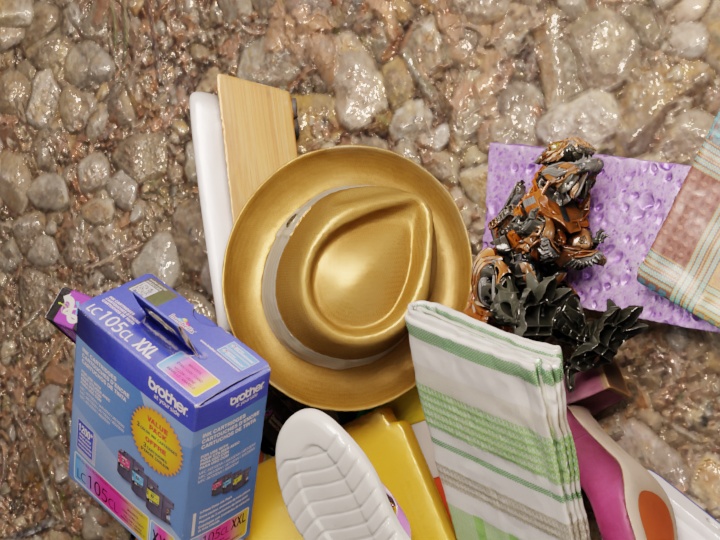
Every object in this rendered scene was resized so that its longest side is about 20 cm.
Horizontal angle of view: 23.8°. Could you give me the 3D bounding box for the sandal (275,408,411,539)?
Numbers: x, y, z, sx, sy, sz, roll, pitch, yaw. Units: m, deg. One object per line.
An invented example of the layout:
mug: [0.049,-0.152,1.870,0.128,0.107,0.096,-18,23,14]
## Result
sandal: [0.007,0.189,1.243,0.082,0.050,0.203,-33,89,30]

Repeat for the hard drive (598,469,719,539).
hard drive: [0.202,0.261,1.203,0.132,0.025,0.201,38,112,29]

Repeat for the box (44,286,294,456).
box: [-0.142,0.086,1.374,0.199,0.143,0.036,19,71,33]

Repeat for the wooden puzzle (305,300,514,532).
wooden puzzle: [0.050,0.135,1.301,0.199,0.037,0.186,-22,78,33]

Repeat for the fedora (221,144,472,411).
fedora: [0.000,0.000,1.221,0.082,0.199,0.202,154,107,-72]

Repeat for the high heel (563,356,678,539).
high heel: [0.156,0.154,1.182,0.096,0.067,0.201,-33,47,27]

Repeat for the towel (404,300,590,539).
towel: [0.099,0.124,1.168,0.149,0.031,0.201,22,133,51]

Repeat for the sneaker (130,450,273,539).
sneaker: [-0.157,0.188,1.400,0.090,0.070,0.200,38,125,-15]

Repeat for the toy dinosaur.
toy dinosaur: [0.122,0.011,1.193,0.136,0.102,0.201,-129,40,-51]

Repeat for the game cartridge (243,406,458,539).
game cartridge: [-0.024,0.219,1.291,0.199,0.032,0.177,-26,78,16]

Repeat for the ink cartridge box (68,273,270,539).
ink cartridge box: [-0.141,0.098,1.241,0.136,0.076,0.201,35,131,30]

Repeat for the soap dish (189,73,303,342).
soap dish: [-0.079,-0.043,1.323,0.081,0.157,0.201,-7,86,-2]

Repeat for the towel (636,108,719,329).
towel: [0.294,-0.009,1.111,0.199,0.022,0.147,30,103,22]

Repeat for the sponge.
sponge: [0.176,-0.026,1.213,0.199,0.030,0.112,10,97,34]
